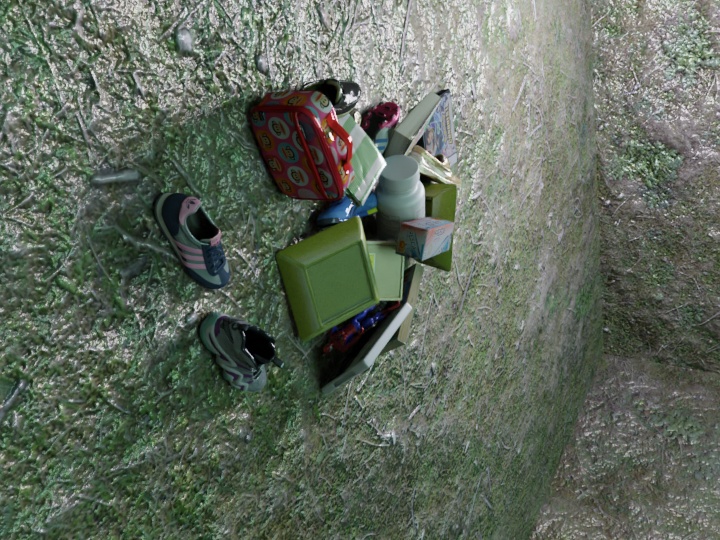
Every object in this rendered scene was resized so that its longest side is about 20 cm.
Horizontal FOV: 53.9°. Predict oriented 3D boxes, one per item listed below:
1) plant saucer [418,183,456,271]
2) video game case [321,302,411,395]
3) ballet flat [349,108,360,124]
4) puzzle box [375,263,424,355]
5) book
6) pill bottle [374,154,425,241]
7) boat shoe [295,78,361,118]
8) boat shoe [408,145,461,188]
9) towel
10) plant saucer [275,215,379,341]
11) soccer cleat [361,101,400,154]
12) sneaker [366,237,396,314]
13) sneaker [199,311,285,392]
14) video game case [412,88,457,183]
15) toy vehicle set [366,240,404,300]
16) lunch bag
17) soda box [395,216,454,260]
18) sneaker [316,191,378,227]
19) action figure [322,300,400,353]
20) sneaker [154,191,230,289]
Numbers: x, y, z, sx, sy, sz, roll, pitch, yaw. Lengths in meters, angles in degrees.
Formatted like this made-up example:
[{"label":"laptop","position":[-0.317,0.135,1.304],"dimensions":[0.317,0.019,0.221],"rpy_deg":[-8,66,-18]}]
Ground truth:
[{"label":"plant saucer","position":[0.163,-0.110,1.712],"dimensions":[0.047,0.200,0.203],"rpy_deg":[1,97,-18]},{"label":"video game case","position":[0.014,0.170,1.532],"dimensions":[0.023,0.182,0.200],"rpy_deg":[45,48,-5]},{"label":"ballet flat","position":[-0.042,-0.260,1.449],"dimensions":[0.201,0.046,0.068],"rpy_deg":[-58,140,-33]},{"label":"puzzle box","position":[0.083,0.091,1.637],"dimensions":[0.025,0.133,0.202],"rpy_deg":[27,60,-18]},{"label":"book","position":[0.112,-0.311,1.631],"dimensions":[0.201,0.048,0.134],"rpy_deg":[-55,176,-42]},{"label":"pill bottle","position":[0.088,-0.151,1.582],"dimensions":[0.115,0.113,0.201],"rpy_deg":[-55,153,-36]},{"label":"boat shoe","position":[-0.059,-0.332,1.356],"dimensions":[0.200,0.066,0.072],"rpy_deg":[-25,89,-44]},{"label":"boat shoe","position":[0.192,-0.256,1.759],"dimensions":[0.199,0.073,0.070],"rpy_deg":[15,97,-47]},{"label":"towel","position":[-0.037,-0.242,1.406],"dimensions":[0.200,0.023,0.153],"rpy_deg":[45,52,-20]},{"label":"plant saucer","position":[-0.049,0.021,1.407],"dimensions":[0.198,0.048,0.202],"rpy_deg":[-26,116,-25]},{"label":"soccer cleat","position":[0.028,-0.287,1.552],"dimensions":[0.087,0.069,0.201],"rpy_deg":[89,26,-53]},{"label":"sneaker","position":[0.032,0.011,1.613],"dimensions":[0.075,0.080,0.202],"rpy_deg":[-90,-174,-57]},{"label":"sneaker","position":[-0.180,0.157,1.223],"dimensions":[0.078,0.138,0.201],"rpy_deg":[-62,143,-29]},{"label":"video game case","position":[0.197,-0.347,1.837],"dimensions":[0.181,0.025,0.202],"rpy_deg":[-41,130,-47]},{"label":"toy vehicle set","position":[0.000,0.000,1.493],"dimensions":[0.198,0.026,0.126],"rpy_deg":[2,96,-26]},{"label":"lunch bag","position":[-0.090,-0.219,1.257],"dimensions":[0.082,0.174,0.201],"rpy_deg":[-56,139,-36]},{"label":"soda box","position":[0.142,-0.072,1.531],"dimensions":[0.200,0.063,0.069],"rpy_deg":[-19,123,-64]},{"label":"sneaker","position":[-0.033,-0.139,1.481],"dimensions":[0.199,0.065,0.079],"rpy_deg":[-26,106,-54]},{"label":"action figure","position":[-0.003,0.105,1.516],"dimensions":[0.199,0.065,0.099],"rpy_deg":[-39,164,-17]},{"label":"sneaker","position":[-0.248,-0.038,1.127],"dimensions":[0.071,0.081,0.201],"rpy_deg":[-61,143,-30]}]
